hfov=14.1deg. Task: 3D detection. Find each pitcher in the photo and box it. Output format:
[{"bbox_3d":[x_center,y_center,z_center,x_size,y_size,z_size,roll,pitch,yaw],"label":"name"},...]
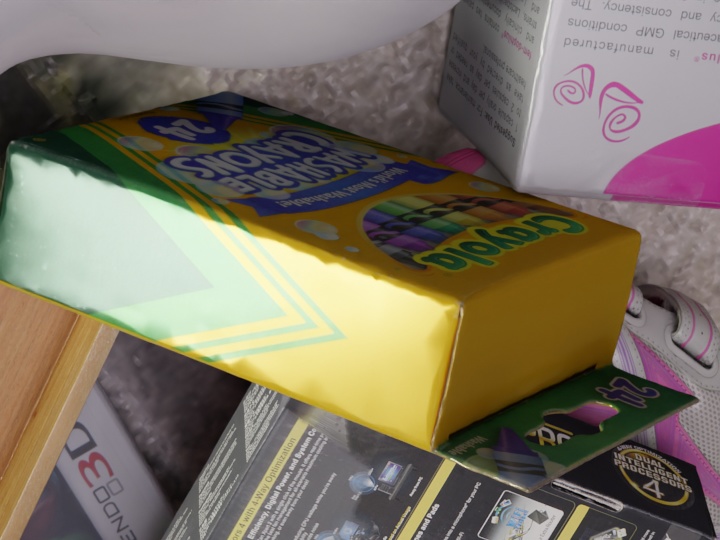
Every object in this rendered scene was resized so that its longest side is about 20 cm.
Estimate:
[{"bbox_3d":[-0.061,-0.143,0.929,0.199,0.121,0.172,-14,91,-3],"label":"pitcher"}]

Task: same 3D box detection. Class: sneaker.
[{"bbox_3d":[0.085,0.030,1.045,0.088,0.081,0.200,-33,121,-5],"label":"sneaker"}]

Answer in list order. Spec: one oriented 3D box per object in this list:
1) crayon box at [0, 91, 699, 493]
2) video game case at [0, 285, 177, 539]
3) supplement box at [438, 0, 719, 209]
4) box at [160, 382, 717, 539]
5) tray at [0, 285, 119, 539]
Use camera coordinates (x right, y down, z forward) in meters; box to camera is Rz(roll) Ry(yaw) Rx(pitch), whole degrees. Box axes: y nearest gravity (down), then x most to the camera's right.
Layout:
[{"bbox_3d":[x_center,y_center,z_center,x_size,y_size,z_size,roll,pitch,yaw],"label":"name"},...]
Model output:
[{"bbox_3d":[0.000,0.000,0.924,0.199,0.126,0.052,21,110,26],"label":"crayon box"},{"bbox_3d":[-0.162,0.118,1.036,0.200,0.023,0.182,-30,113,-3],"label":"video game case"},{"bbox_3d":[0.101,-0.130,0.974,0.101,0.103,0.201,5,106,-17],"label":"supplement box"},{"bbox_3d":[0.005,0.128,1.014,0.161,0.049,0.200,20,119,-18],"label":"box"},{"bbox_3d":[-0.163,0.070,0.988,0.098,0.037,0.200,22,102,-22],"label":"tray"}]
